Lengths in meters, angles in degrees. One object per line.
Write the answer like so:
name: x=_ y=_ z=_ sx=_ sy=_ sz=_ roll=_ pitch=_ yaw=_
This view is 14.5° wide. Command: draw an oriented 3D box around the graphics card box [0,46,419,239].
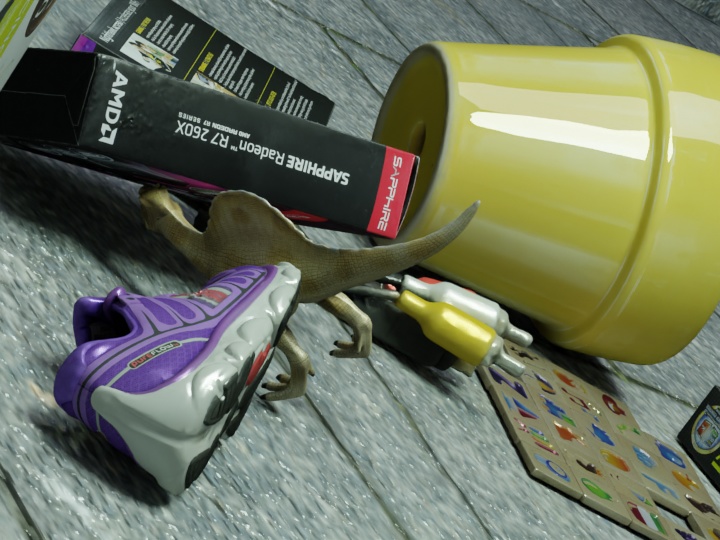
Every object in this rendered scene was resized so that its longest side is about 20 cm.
graphics card box: x=-0.086 y=-0.064 z=1.426 sx=0.199 sy=0.051 sz=0.125 roll=17 pitch=-4 yaw=-37

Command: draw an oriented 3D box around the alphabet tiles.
alphabet tiles: x=0.139 y=0.103 z=1.619 sx=0.167 sy=0.008 sz=0.200 roll=29 pitch=15 yaw=-22

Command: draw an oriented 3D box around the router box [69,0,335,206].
router box: x=-0.094 y=-0.097 z=1.638 sx=0.149 sy=0.051 sz=0.200 roll=32 pitch=14 yaw=-4

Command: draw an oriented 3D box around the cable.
cable: x=0.000 y=0.000 z=1.544 sx=0.200 sy=0.050 sz=0.097 roll=30 pitch=13 yaw=-17

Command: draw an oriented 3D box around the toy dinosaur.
toy dinosaur: x=-0.032 y=0.006 z=1.330 sx=0.199 sy=0.101 sz=0.058 roll=8 pitch=38 yaw=34

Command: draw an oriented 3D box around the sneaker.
sneaker: x=-0.080 y=0.028 z=1.229 sx=0.083 sy=0.081 sz=0.200 roll=27 pitch=13 yaw=4

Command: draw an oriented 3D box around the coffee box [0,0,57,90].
coffee box: x=-0.232 y=-0.140 z=1.168 sx=0.200 sy=0.200 sz=0.198 roll=34 pitch=14 yaw=-2

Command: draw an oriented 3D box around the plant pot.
plant pot: x=0.112 y=-0.057 z=1.731 sx=0.188 sy=0.201 sz=0.201 roll=13 pitch=21 yaw=-20

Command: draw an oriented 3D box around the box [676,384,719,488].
box: x=0.307 y=0.159 z=1.742 sx=0.200 sy=0.044 sz=0.160 roll=25 pitch=18 yaw=-35
